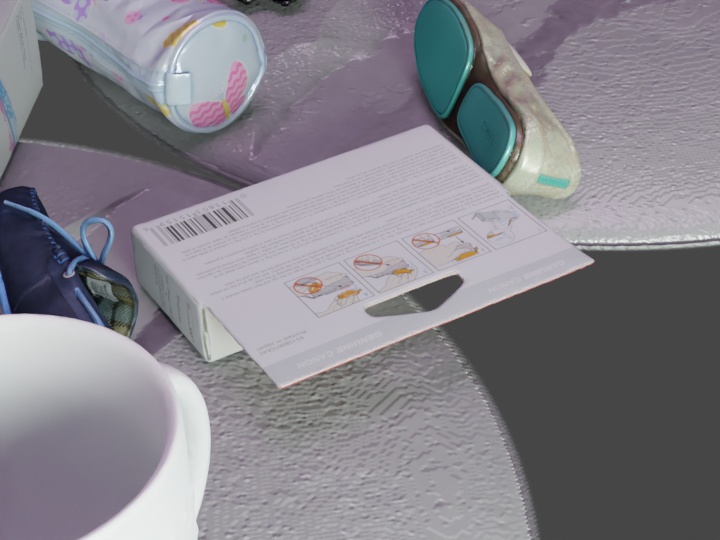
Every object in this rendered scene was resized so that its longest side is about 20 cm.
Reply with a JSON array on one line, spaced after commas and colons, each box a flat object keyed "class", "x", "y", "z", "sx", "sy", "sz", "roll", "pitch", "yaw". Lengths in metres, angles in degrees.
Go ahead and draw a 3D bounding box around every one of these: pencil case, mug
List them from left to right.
[{"class": "mug", "x": -0.121, "y": 0.117, "z": 0.725, "sx": 0.147, "sy": 0.177, "sz": 0.200, "roll": 16, "pitch": 39, "yaw": 24}, {"class": "pencil case", "x": -0.153, "y": -0.161, "z": 1.190, "sx": 0.199, "sy": 0.084, "sz": 0.090, "roll": 31, "pitch": 23, "yaw": 36}]

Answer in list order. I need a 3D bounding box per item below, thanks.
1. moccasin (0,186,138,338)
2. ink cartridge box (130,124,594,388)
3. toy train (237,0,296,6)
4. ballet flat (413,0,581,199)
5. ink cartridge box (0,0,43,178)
[{"class": "moccasin", "x": -0.144, "y": 0.028, "z": 0.944, "sx": 0.068, "sy": 0.081, "sz": 0.201, "roll": -23, "pitch": 51, "yaw": -4}, {"class": "ink cartridge box", "x": 0.000, "y": 0.000, "z": 0.993, "sx": 0.199, "sy": 0.044, "sz": 0.174, "roll": -21, "pitch": 40, "yaw": -23}, {"class": "toy train", "x": -0.135, "y": -0.214, "z": 1.307, "sx": 0.198, "sy": 0.034, "sz": 0.046, "roll": 4, "pitch": 24, "yaw": 8}, {"class": "ballet flat", "x": 0.084, "y": -0.104, "z": 1.132, "sx": 0.062, "sy": 0.068, "sz": 0.201, "roll": 14, "pitch": 33, "yaw": -25}, {"class": "ink cartridge box", "x": -0.290, "y": -0.100, "z": 1.115, "sx": 0.144, "sy": 0.088, "sz": 0.201, "roll": 1, "pitch": 38, "yaw": 5}]
